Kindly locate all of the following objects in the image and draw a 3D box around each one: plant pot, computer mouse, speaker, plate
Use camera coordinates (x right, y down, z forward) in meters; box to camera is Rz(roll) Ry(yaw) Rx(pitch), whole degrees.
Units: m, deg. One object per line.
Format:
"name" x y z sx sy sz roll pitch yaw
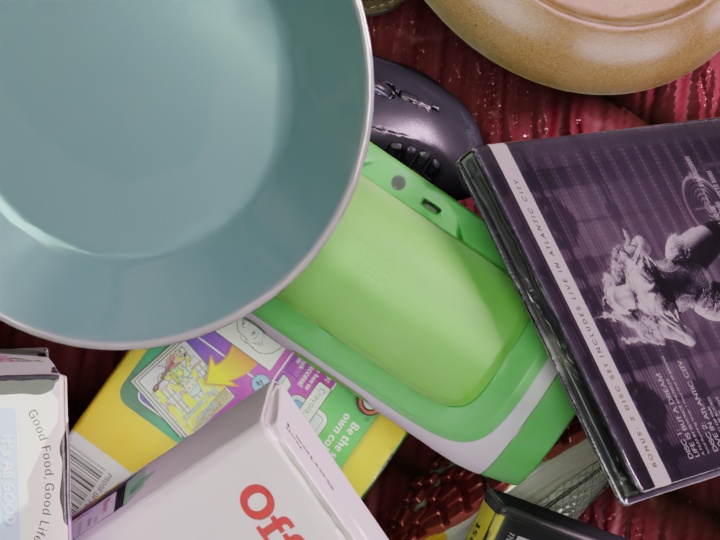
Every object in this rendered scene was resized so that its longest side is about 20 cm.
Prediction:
"plant pot" 0.099 -0.176 1.067 0.199 0.027 0.202 5 77 -21
"computer mouse" -0.019 -0.088 1.039 0.199 0.034 0.059 30 52 -29
"speaker" 0.000 0.000 0.994 0.199 0.088 0.089 34 85 -1
"plate" -0.091 -0.071 0.939 0.199 0.026 0.202 1 97 8

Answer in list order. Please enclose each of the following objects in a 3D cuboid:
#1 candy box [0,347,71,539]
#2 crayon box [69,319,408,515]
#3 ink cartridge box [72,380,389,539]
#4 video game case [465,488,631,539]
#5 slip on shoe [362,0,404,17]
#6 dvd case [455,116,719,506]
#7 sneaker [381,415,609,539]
"candy box" -0.207 0.070 0.903 0.199 0.168 0.072 -2 91 -9
"crayon box" -0.042 0.055 1.059 0.119 0.058 0.200 36 85 -1
"ink cartridge box" -0.073 0.159 0.949 0.199 0.084 0.145 -34 98 7
"video game case" 0.104 0.205 1.032 0.199 0.026 0.182 21 98 -19
"slip on shoe" -0.070 -0.141 1.068 0.198 0.061 0.077 5 86 -4
"dvd case" 0.134 0.010 1.015 0.016 0.199 0.149 -36 73 38
"sneaker" 0.048 0.130 1.062 0.200 0.078 0.082 -43 107 -3
